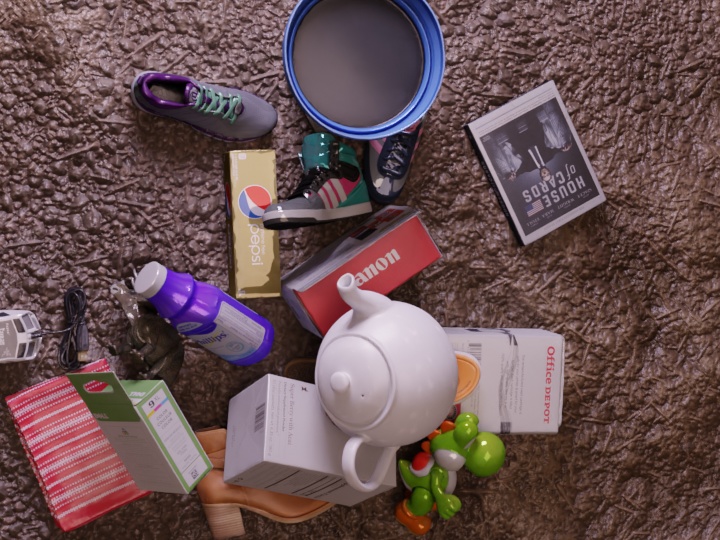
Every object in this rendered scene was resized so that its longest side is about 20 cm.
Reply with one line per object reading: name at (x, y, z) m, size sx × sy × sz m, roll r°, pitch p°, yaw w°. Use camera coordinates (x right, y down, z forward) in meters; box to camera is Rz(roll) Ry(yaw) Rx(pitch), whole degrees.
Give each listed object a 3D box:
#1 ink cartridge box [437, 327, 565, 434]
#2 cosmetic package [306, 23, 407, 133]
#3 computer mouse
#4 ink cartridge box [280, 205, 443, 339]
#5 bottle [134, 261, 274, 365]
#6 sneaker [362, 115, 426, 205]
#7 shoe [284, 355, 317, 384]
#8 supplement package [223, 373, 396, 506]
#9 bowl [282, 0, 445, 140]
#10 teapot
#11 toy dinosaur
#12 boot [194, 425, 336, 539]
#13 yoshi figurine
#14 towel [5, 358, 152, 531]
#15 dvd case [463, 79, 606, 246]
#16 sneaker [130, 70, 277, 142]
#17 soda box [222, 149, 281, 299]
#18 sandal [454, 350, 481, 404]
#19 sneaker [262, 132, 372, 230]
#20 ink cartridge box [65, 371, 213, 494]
ink cartridge box at (0.185, 0.158, 1.544) m, size 0.200 × 0.083 × 0.145 m, roll 2°, pitch 93°, yaw -14°
cosmetic package at (-0.022, -0.248, 1.401) m, size 0.087 × 0.200 × 0.103 m, roll -30°, pitch 102°, yaw -12°
computer mouse at (-0.457, 0.083, 1.393) m, size 0.200 × 0.044 × 0.110 m, roll -4°, pitch 100°, yaw -20°
ink cartridge box at (0.000, 0.000, 1.437) m, size 0.200 × 0.176 × 0.084 m, roll -35°, pitch 101°, yaw -9°
bottle at (-0.206, 0.057, 1.405) m, size 0.200 × 0.084 × 0.065 m, roll 37°, pitch 50°, yaw -37°
sneaker at (0.052, -0.190, 1.485) m, size 0.070 × 0.082 × 0.200 m, roll 10°, pitch 91°, yaw -16°
shoe at (-0.009, 0.161, 1.510) m, size 0.200 × 0.053 × 0.070 m, roll 13°, pitch 102°, yaw -1°
supplement package at (-0.065, 0.229, 1.426) m, size 0.200 × 0.120 × 0.121 m, roll 17°, pitch 58°, yaw -28°
bowl at (0.002, -0.256, 1.283) m, size 0.200 × 0.039 × 0.201 m, roll -1°, pitch 93°, yaw -15°
teapot at (0.014, 0.136, 1.319) m, size 0.200 × 0.146 × 0.197 m, roll 50°, pitch 119°, yaw 21°
toy dinosaur at (-0.271, 0.106, 1.423) m, size 0.102 × 0.077 × 0.200 m, roll -48°, pitch 121°, yaw -39°
boot at (-0.129, 0.275, 1.479) m, size 0.200 × 0.074 × 0.155 m, roll -11°, pitch 90°, yaw -20°
yoshi figurine at (0.133, 0.284, 1.485) m, size 0.112 × 0.112 × 0.200 m, roll 0°, pitch 134°, yaw -34°
towel at (-0.373, 0.236, 1.435) m, size 0.145 × 0.022 × 0.200 m, roll -22°, pitch 99°, yaw -13°
dvd case at (0.259, -0.158, 1.573) m, size 0.150 × 0.025 × 0.200 m, roll -29°, pitch 100°, yaw -11°
sneaker at (-0.203, -0.216, 1.413) m, size 0.200 × 0.088 × 0.074 m, roll 10°, pitch 91°, yaw -15°
soda box at (-0.148, -0.062, 1.449) m, size 0.064 × 0.068 × 0.200 m, roll -4°, pitch 95°, yaw -15°
sandal at (0.063, 0.148, 1.451) m, size 0.207 × 0.059 × 0.079 m, roll 3°, pitch 94°, yaw -1°
sneaker at (-0.063, -0.122, 1.431) m, size 0.200 × 0.084 × 0.121 m, roll -13°, pitch 93°, yaw -53°
ink cartridge box at (-0.285, 0.195, 1.387) m, size 0.059 × 0.104 × 0.200 m, roll -47°, pitch 120°, yaw -41°
